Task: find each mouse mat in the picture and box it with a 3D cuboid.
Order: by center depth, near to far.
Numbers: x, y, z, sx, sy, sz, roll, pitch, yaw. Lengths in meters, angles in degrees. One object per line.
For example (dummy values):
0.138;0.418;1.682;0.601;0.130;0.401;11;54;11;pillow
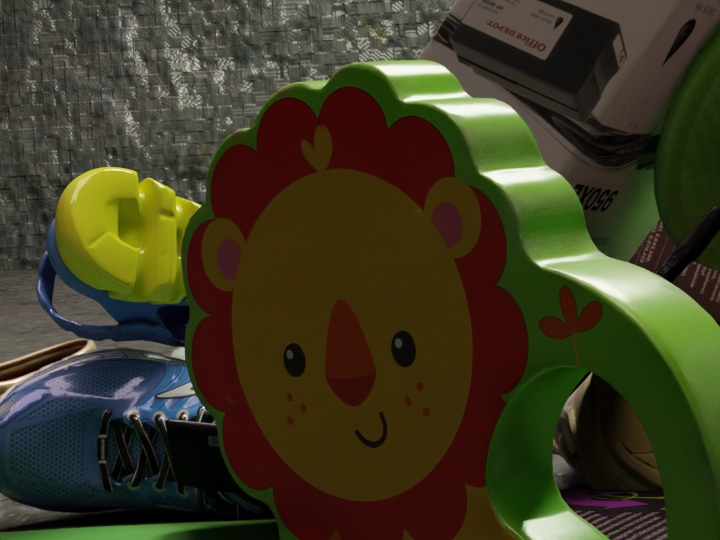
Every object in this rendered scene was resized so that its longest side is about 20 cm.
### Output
-0.082;0.117;0.905;0.200;0.008;0.161;-2;4;7;mouse mat

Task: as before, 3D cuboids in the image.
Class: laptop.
0.029;0.036;0.897;0.200;0.103;0.177;-47;-6;-11;laptop

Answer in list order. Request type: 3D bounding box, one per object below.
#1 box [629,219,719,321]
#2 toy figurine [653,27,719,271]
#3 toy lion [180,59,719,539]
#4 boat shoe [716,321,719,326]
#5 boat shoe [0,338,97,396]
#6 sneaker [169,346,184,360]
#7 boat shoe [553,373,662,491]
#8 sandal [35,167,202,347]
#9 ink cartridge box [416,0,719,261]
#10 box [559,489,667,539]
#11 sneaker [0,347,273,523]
0.210;0.006;1.049;0.100;0.075;0.200;15;8;-42;box
0.243;-0.013;0.861;0.200;0.150;0.184;7;28;-39;toy figurine
0.026;0.039;0.598;0.069;0.192;0.200;-7;6;-43;toy lion
0.150;0.057;0.898;0.068;0.072;0.200;23;-6;15;boat shoe
-0.224;0.072;1.212;0.200;0.069;0.074;-7;5;-43;boat shoe
-0.024;0.062;1.155;0.088;0.076;0.200;-1;5;33;sneaker
0.122;0.071;1.033;0.072;0.065;0.200;40;19;-6;boat shoe
-0.076;0.009;1.084;0.200;0.080;0.087;22;-34;-32;sandal
0.097;-0.084;0.908;0.084;0.200;0.145;40;16;21;ink cartridge box
0.107;0.102;0.770;0.200;0.036;0.143;0;3;26;box
-0.074;0.074;1.017;0.200;0.079;0.089;-4;2;-9;sneaker
